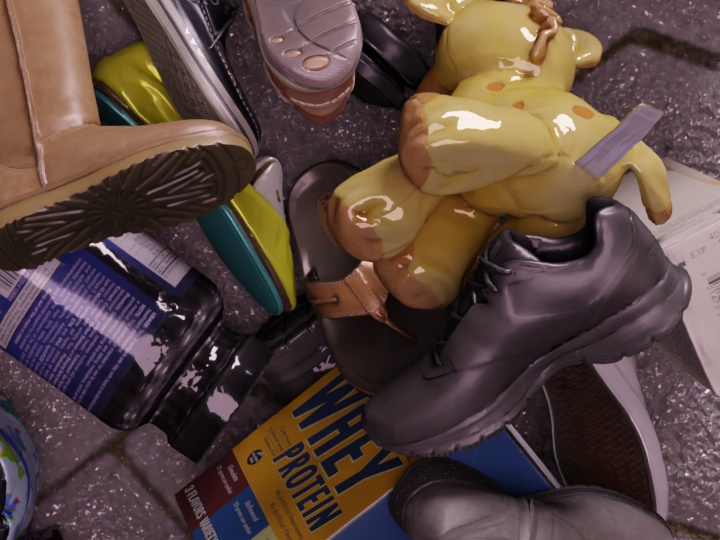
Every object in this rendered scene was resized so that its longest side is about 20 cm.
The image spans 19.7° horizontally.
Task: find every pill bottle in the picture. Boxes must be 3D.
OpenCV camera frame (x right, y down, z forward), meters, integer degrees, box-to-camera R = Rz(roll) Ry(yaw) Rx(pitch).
[{"bbox_3d":[-0.157,0.028,1.289,0.200,0.112,0.112,36,95,-1],"label":"pill bottle"}]

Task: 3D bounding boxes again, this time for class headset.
[{"bbox_3d":[0.040,-0.141,1.326,0.123,0.094,0.201,-21,87,2],"label":"headset"}]

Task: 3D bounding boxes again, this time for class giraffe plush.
[{"bbox_3d":[0.078,-0.090,1.216,0.200,0.163,0.172,-32,134,21],"label":"giraffe plush"}]

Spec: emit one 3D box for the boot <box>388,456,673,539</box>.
[{"bbox_3d":[0.116,0.178,1.187,0.199,0.131,0.068,15,110,-28],"label":"boot"}]

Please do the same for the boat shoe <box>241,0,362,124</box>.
[{"bbox_3d":[-0.044,-0.174,1.262,0.075,0.201,0.072,-8,146,-2],"label":"boat shoe"}]

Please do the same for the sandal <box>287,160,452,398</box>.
[{"bbox_3d":[0.000,0.000,1.281,0.082,0.200,0.055,-30,143,10],"label":"sandal"}]

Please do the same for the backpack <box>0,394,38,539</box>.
[{"bbox_3d":[-0.303,0.127,1.302,0.199,0.154,0.164,9,98,14],"label":"backpack"}]

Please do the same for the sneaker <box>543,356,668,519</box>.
[{"bbox_3d":[0.163,0.077,1.353,0.073,0.085,0.201,-20,89,37],"label":"sneaker"}]

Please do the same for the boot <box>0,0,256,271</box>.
[{"bbox_3d":[-0.166,-0.113,1.236,0.174,0.201,0.066,-16,146,-1],"label":"boot"}]

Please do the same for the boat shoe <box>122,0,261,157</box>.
[{"bbox_3d":[-0.104,-0.157,1.271,0.062,0.075,0.201,-23,75,-17],"label":"boat shoe"}]

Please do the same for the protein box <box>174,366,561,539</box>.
[{"bbox_3d":[0.030,0.175,1.311,0.198,0.135,0.200,-38,123,2],"label":"protein box"}]

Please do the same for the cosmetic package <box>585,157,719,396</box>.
[{"bbox_3d":[0.206,-0.001,1.293,0.071,0.200,0.106,-25,104,-2],"label":"cosmetic package"}]

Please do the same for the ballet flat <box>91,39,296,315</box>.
[{"bbox_3d":[-0.091,-0.065,1.321,0.067,0.067,0.200,-44,101,-19],"label":"ballet flat"}]

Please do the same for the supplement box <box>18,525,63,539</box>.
[{"bbox_3d":[-0.233,0.229,1.288,0.108,0.200,0.061,-18,102,-3],"label":"supplement box"}]

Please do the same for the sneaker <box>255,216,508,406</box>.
[{"bbox_3d":[0.027,0.030,1.352,0.200,0.076,0.091,-33,109,10],"label":"sneaker"}]

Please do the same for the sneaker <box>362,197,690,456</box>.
[{"bbox_3d":[0.081,0.028,1.162,0.200,0.076,0.091,-33,115,6],"label":"sneaker"}]
